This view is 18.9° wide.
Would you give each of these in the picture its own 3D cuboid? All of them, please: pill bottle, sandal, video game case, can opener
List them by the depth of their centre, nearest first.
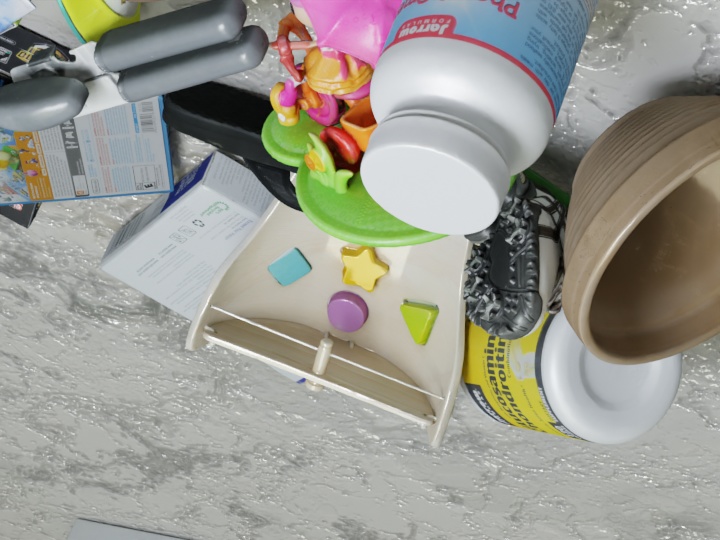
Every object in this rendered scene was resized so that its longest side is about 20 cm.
[{"bbox_3d":[0.069,-0.125,1.242,0.108,0.201,0.109,16,150,10],"label":"pill bottle"},{"bbox_3d":[-0.151,-0.126,1.408,0.199,0.067,0.053,-14,132,30],"label":"can opener"},{"bbox_3d":[-0.048,-0.077,1.506,0.200,0.075,0.048,25,123,23],"label":"sandal"},{"bbox_3d":[0.135,0.060,1.554,0.112,0.112,0.200,35,168,-21],"label":"pill bottle"},{"bbox_3d":[-0.240,-0.090,1.581,0.199,0.018,0.143,-5,154,-4],"label":"video game case"}]

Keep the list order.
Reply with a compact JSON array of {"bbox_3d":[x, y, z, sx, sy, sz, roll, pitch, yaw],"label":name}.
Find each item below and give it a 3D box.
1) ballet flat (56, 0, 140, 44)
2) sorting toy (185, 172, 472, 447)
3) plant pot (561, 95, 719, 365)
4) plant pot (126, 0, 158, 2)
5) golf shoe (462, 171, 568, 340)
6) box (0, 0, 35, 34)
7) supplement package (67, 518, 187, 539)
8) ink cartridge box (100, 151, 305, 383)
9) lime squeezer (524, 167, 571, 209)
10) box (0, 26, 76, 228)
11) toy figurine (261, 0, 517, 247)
[{"bbox_3d":[-0.181,-0.211,1.411,0.067,0.067,0.200,-14,136,21],"label":"ballet flat"},{"bbox_3d":[0.000,0.000,1.567,0.199,0.107,0.181,21,114,4],"label":"sorting toy"},{"bbox_3d":[0.198,-0.042,1.357,0.093,0.200,0.201,53,167,33],"label":"plant pot"},{"bbox_3d":[-0.096,-0.248,1.179,0.200,0.201,0.198,30,157,-14],"label":"plant pot"},{"bbox_3d":[0.118,-0.006,1.407,0.094,0.200,0.078,32,114,-15],"label":"golf shoe"},{"bbox_3d":[-0.322,-0.189,1.492,0.199,0.048,0.122,-27,117,32],"label":"box"},{"bbox_3d":[-0.222,0.355,2.291,0.199,0.117,0.118,8,148,24],"label":"supplement package"},{"bbox_3d":[-0.079,0.002,1.703,0.199,0.041,0.199,32,148,-18],"label":"ink cartridge box"},{"bbox_3d":[0.180,-0.015,1.525,0.200,0.038,0.071,46,175,-36],"label":"lime squeezer"},{"bbox_3d":[-0.317,-0.134,1.633,0.198,0.050,0.200,24,149,-4],"label":"box"},{"bbox_3d":[-0.002,-0.142,1.375,0.200,0.150,0.185,30,146,40],"label":"toy figurine"}]
